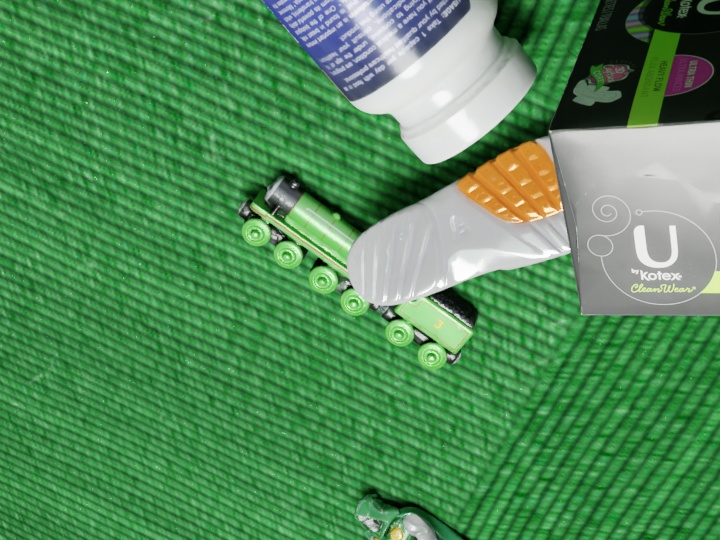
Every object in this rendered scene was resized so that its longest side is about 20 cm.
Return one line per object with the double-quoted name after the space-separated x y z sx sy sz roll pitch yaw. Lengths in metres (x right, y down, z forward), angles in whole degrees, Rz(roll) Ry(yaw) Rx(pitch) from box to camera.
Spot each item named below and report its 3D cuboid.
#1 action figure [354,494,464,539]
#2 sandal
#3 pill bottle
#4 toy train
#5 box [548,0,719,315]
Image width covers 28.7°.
0.068 0.262 1.194 0.200 0.055 0.118 45 130 -8 "action figure"
0.088 -0.036 0.968 0.207 0.059 0.079 -19 90 19 "sandal"
0.012 -0.170 0.866 0.116 0.116 0.200 -31 108 35 "pill bottle"
0.000 0.000 1.041 0.200 0.042 0.056 36 119 -6 "toy train"
0.203 -0.079 0.804 0.148 0.200 0.124 -2 123 21 "box"
